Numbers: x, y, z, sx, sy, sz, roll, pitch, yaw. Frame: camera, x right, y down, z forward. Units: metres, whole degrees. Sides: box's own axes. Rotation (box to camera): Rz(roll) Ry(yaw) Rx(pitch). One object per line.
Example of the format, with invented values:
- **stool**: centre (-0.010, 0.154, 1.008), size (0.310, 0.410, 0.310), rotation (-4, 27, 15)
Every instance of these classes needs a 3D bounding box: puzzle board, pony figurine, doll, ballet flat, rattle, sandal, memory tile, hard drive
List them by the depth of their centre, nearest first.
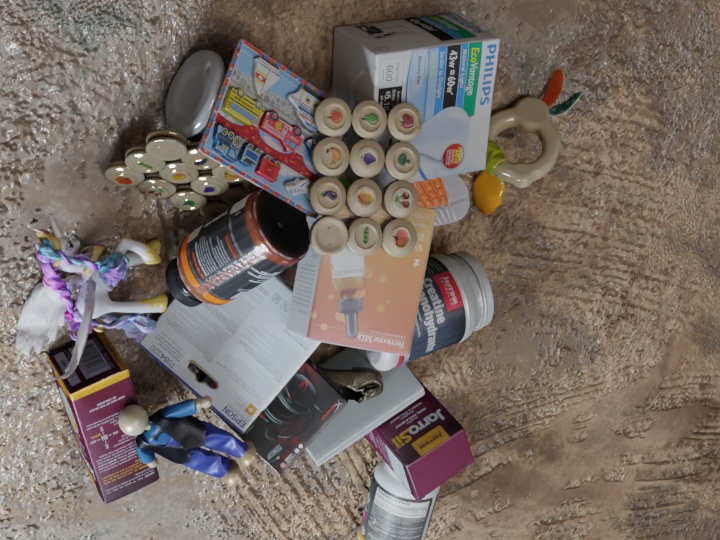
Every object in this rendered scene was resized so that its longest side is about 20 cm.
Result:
- **puzzle board**: centre (-0.100, -0.174, 1.505), size (0.199, 0.017, 0.152), rotation (29, 75, -39)
- **memory tile**: centre (-0.213, -0.117, 1.543), size (0.199, 0.017, 0.153), rotation (20, 148, -38)
- **pony figurine**: centre (-0.347, 0.034, 1.544), size (0.199, 0.166, 0.196), rotation (9, 95, -46)
- **memory tile**: centre (0.007, -0.119, 1.549), size (0.151, 0.017, 0.203), rotation (2, 91, -20)
- **doll**: centre (-0.238, 0.224, 1.627), size (0.199, 0.049, 0.137), rotation (27, 113, -32)
- **sandal**: centre (0.056, -0.096, 1.720), size (0.204, 0.059, 0.080), rotation (-12, 100, -19)
- **ballet flat**: centre (-0.064, 0.176, 1.815), size (0.197, 0.047, 0.068), rotation (2, 138, -1)
- **hard drive**: centre (-0.019, 0.192, 1.853), size (0.199, 0.132, 0.026), rotation (-33, 153, -13)
- **rattle**: centre (0.259, -0.193, 1.854), size (0.201, 0.129, 0.144), rotation (-58, 149, -27)

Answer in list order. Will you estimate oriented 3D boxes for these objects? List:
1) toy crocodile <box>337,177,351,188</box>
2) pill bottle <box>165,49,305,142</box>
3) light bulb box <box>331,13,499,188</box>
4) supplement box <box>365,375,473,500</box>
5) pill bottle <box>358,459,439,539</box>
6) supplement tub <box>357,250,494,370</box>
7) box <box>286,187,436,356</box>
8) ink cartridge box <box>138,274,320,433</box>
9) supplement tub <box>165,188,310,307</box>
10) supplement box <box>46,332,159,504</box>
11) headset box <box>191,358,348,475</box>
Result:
- **toy crocodile**: centre (0.021, -0.076, 1.766), size (0.068, 0.062, 0.200), rotation (-48, 132, 0)
- **pill bottle**: centre (-0.141, -0.195, 1.554), size (0.199, 0.114, 0.115), rotation (21, 104, -40)
- **light bulb box**: centre (0.072, -0.235, 1.665), size (0.198, 0.125, 0.200), rotation (-13, 123, -26)
- **supplement box**: centre (0.074, 0.245, 1.886), size (0.110, 0.200, 0.086), rotation (-31, 132, -13)
- **pill bottle**: centre (0.070, 0.384, 2.034), size (0.115, 0.116, 0.202), rotation (-2, 116, -32)
- **supplement tub**: centre (0.089, 0.058, 1.837), size (0.198, 0.140, 0.142), rotation (-19, 126, -23)
- **box**: centre (0.000, 0.000, 1.619), size (0.150, 0.106, 0.203), rotation (10, 90, -19)
- **ink cartridge box**: centre (-0.172, 0.087, 1.681), size (0.196, 0.043, 0.200), rotation (41, 93, -5)
- **supplement tub**: centre (-0.166, -0.022, 1.568), size (0.199, 0.108, 0.106), rotation (-28, 141, 34)
- **supplement box**: centre (-0.351, 0.201, 1.649), size (0.085, 0.110, 0.202), rotation (-22, 127, -20)
- **headset box**: centre (-0.138, 0.170, 1.747), size (0.200, 0.075, 0.149), rotation (44, 89, -6)
